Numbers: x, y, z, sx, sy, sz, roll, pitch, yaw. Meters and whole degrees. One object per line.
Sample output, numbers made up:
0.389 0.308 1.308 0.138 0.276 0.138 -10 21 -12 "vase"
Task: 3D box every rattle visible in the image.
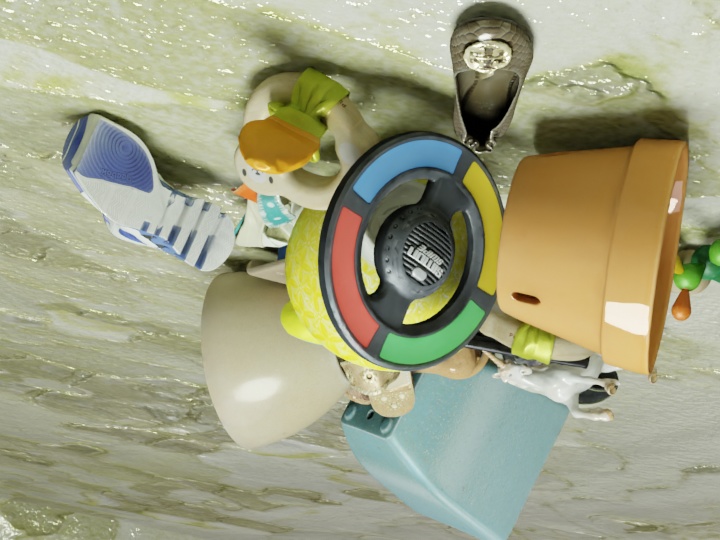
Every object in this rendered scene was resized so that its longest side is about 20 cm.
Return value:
0.215 0.014 1.739 0.129 0.145 0.199 7 -167 40 "rattle"
-0.082 -0.070 1.395 0.130 0.144 0.199 39 138 -19 "rattle"

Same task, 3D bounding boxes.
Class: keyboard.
0.151 0.067 1.803 0.198 0.021 0.127 11 -167 -6 "keyboard"

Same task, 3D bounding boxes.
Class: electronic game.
0.047 -0.016 1.376 0.199 0.202 0.041 23 173 -38 "electronic game"

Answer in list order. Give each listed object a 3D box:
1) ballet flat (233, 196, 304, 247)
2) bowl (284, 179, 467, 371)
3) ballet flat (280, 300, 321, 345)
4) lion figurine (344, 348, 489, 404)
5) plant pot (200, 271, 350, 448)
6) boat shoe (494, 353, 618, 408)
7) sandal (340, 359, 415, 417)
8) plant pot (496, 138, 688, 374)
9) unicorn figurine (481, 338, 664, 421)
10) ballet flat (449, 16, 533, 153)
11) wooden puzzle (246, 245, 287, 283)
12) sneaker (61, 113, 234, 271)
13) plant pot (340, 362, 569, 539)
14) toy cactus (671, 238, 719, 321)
-0.082 -0.057 1.587 0.069 0.070 0.200 9 161 -4 "ballet flat"
0.032 -0.022 1.473 0.198 0.202 0.108 8 154 -3 "bowl"
0.018 0.044 1.692 0.198 0.067 0.067 8 150 -4 "ballet flat"
0.075 0.093 1.886 0.198 0.124 0.072 -2 159 22 "lion figurine"
-0.078 0.090 1.846 0.133 0.202 0.200 -11 156 19 "plant pot"
0.251 0.117 1.977 0.199 0.072 0.068 17 134 -41 "boat shoe"
0.021 0.112 1.788 0.077 0.070 0.213 -13 139 9 "sandal"
0.199 -0.020 1.419 0.139 0.202 0.200 9 162 15 "plant pot"
0.246 0.115 1.864 0.199 0.075 0.137 -15 -155 -42 "unicorn figurine"
0.100 -0.144 1.317 0.067 0.047 0.200 8 161 2 "ballet flat"
0.000 0.000 1.748 0.184 0.047 0.199 15 170 -28 "wooden puzzle"
-0.225 -0.068 1.586 0.115 0.081 0.199 10 157 47 "sneaker"
0.096 0.187 2.006 0.199 0.197 0.196 35 168 -31 "plant pot"
0.339 0.005 1.612 0.198 0.104 0.165 1 172 -8 "toy cactus"
